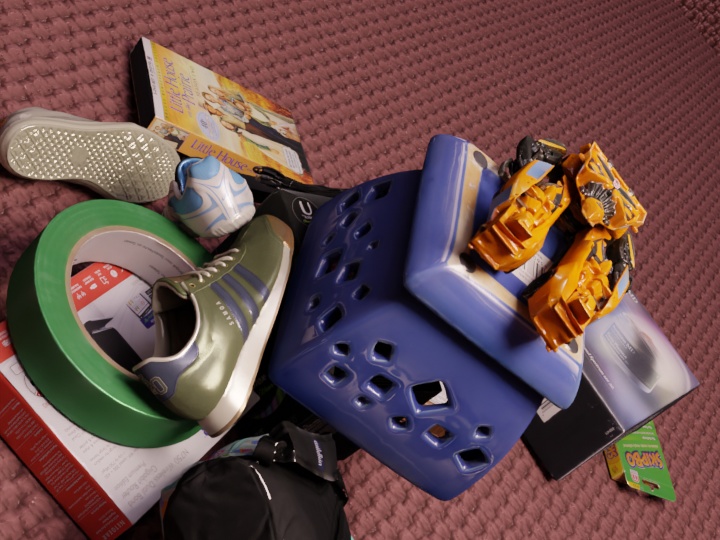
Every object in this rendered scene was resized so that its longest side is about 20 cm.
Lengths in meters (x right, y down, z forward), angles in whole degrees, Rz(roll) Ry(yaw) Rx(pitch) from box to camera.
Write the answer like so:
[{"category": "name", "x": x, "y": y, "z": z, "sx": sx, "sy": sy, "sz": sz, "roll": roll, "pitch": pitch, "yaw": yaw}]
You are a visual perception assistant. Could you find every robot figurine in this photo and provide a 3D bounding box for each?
[{"category": "robot figurine", "x": 0.156, "y": -0.029, "z": 0.886, "sx": 0.145, "sy": 0.058, "sz": 0.200, "roll": 52, "pitch": 37, "yaw": -5}]

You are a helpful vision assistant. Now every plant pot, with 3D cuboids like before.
[{"category": "plant pot", "x": 0.069, "y": 0.028, "z": 0.945, "sx": 0.200, "sy": 0.179, "sz": 0.201, "roll": 37, "pitch": 39, "yaw": -21}]

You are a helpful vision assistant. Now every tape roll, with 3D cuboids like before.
[{"category": "tape roll", "x": -0.178, "y": 0.040, "z": 0.941, "sx": 0.200, "sy": 0.048, "sz": 0.202, "roll": 31, "pitch": 38, "yaw": -27}]

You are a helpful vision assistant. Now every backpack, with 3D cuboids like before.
[{"category": "backpack", "x": -0.074, "y": 0.190, "z": 0.882, "sx": 0.200, "sy": 0.125, "sz": 0.169, "roll": -29, "pitch": 109, "yaw": -81}]

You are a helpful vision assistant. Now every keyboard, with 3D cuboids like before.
[{"category": "keyboard", "x": -0.039, "y": -0.071, "z": 1.178, "sx": 0.198, "sy": 0.021, "sz": 0.127, "roll": 13, "pitch": -8, "yaw": 8}]

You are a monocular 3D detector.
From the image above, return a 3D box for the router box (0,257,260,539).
[{"category": "router box", "x": -0.197, "y": 0.093, "z": 0.956, "sx": 0.180, "sy": 0.049, "sz": 0.200, "roll": 49, "pitch": 34, "yaw": -2}]

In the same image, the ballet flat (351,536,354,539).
[{"category": "ballet flat", "x": -0.016, "y": 0.268, "z": 0.989, "sx": 0.200, "sy": 0.071, "sz": 0.071, "roll": 51, "pitch": 34, "yaw": 1}]

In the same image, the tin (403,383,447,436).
[{"category": "tin", "x": 0.060, "y": 0.108, "z": 1.251, "sx": 0.199, "sy": 0.042, "sz": 0.113, "roll": 30, "pitch": 35, "yaw": -27}]

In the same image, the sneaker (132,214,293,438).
[{"category": "sneaker", "x": -0.114, "y": 0.021, "z": 0.914, "sx": 0.090, "sy": 0.067, "sz": 0.201, "roll": 33, "pitch": 49, "yaw": -24}]

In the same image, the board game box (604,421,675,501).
[{"category": "board game box", "x": 0.333, "y": 0.194, "z": 1.489, "sx": 0.095, "sy": 0.030, "sz": 0.201, "roll": 23, "pitch": 40, "yaw": -33}]

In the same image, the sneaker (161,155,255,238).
[{"category": "sneaker", "x": -0.142, "y": -0.065, "z": 1.058, "sx": 0.071, "sy": 0.200, "sz": 0.073, "roll": -24, "pitch": 96, "yaw": -18}]

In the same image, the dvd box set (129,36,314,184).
[{"category": "dvd box set", "x": -0.146, "y": -0.157, "z": 1.255, "sx": 0.199, "sy": 0.029, "sz": 0.147, "roll": 23, "pitch": 32, "yaw": -33}]

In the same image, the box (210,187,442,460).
[{"category": "box", "x": -0.044, "y": 0.052, "z": 1.080, "sx": 0.124, "sy": 0.148, "sz": 0.201, "roll": 8, "pitch": 54, "yaw": -44}]

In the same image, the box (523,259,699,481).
[{"category": "box", "x": 0.257, "y": 0.104, "z": 1.382, "sx": 0.198, "sy": 0.123, "sz": 0.201, "roll": -17, "pitch": 68, "yaw": -49}]

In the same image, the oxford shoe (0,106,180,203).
[{"category": "oxford shoe", "x": -0.247, "y": -0.107, "z": 1.083, "sx": 0.058, "sy": 0.076, "sz": 0.199, "roll": 28, "pitch": 14, "yaw": 40}]
